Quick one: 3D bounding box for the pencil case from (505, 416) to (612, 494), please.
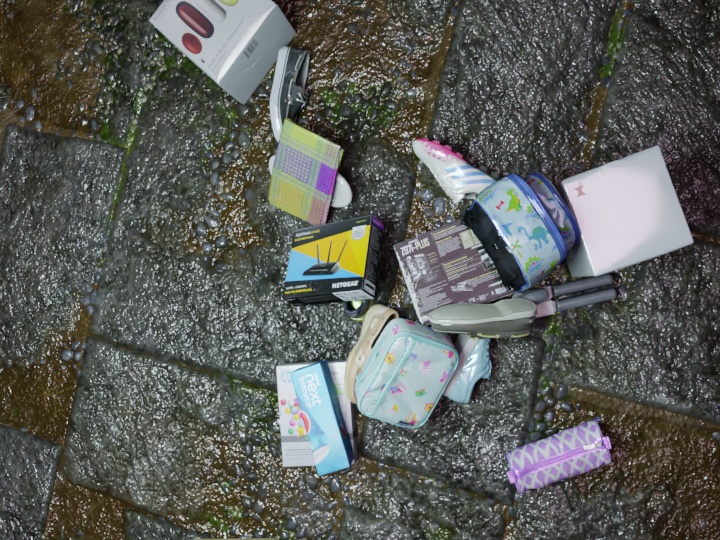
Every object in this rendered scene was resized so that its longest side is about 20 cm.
[{"bbox_3d":[0.369,0.349,1.079,0.196,0.085,0.086,-25,83,9],"label":"pencil case"}]

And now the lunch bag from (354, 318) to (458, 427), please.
[{"bbox_3d":[0.080,0.197,1.087,0.157,0.077,0.203,19,110,-21],"label":"lunch bag"}]

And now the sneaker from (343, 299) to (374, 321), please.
[{"bbox_3d":[0.000,0.000,1.157,0.072,0.081,0.206,1,89,10],"label":"sneaker"}]

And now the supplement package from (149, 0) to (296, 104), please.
[{"bbox_3d":[-0.277,-0.497,1.188,0.199,0.147,0.192,40,95,8],"label":"supplement package"}]

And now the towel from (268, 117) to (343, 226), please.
[{"bbox_3d":[-0.113,-0.188,1.160,0.141,0.023,0.203,27,129,13],"label":"towel"}]

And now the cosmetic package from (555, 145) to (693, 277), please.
[{"bbox_3d":[0.441,-0.093,1.019,0.164,0.200,0.170,-19,85,10],"label":"cosmetic package"}]

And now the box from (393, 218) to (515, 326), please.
[{"bbox_3d":[0.182,-0.003,1.121,0.196,0.086,0.167,-21,85,9],"label":"box"}]

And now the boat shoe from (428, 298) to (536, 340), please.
[{"bbox_3d":[0.220,0.095,1.046,0.196,0.072,0.062,-5,114,-4],"label":"boat shoe"}]

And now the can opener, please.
[{"bbox_3d":[0.383,0.051,1.093,0.195,0.067,0.055,-14,87,10],"label":"can opener"}]

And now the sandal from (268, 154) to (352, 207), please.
[{"bbox_3d":[-0.098,-0.198,1.194,0.199,0.050,0.084,26,132,15],"label":"sandal"}]

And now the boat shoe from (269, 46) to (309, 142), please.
[{"bbox_3d":[-0.141,-0.366,1.197,0.069,0.072,0.206,3,87,14],"label":"boat shoe"}]

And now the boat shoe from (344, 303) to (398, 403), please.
[{"bbox_3d":[0.023,0.169,1.143,0.070,0.064,0.205,16,90,-35],"label":"boat shoe"}]

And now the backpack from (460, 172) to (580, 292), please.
[{"bbox_3d":[0.269,-0.072,0.964,0.145,0.200,0.185,-33,82,6],"label":"backpack"}]

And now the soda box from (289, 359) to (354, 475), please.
[{"bbox_3d":[-0.074,0.285,1.132,0.066,0.064,0.205,-17,85,8],"label":"soda box"}]

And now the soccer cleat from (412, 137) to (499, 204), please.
[{"bbox_3d":[0.178,-0.185,1.134,0.197,0.070,0.088,30,89,9],"label":"soccer cleat"}]

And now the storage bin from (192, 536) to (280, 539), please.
[{"bbox_3d":[-0.273,0.601,1.132,0.195,0.198,0.096,-4,84,10],"label":"storage bin"}]

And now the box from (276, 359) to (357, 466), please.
[{"bbox_3d":[-0.089,0.291,1.186,0.152,0.041,0.206,-4,87,9],"label":"box"}]

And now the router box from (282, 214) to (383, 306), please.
[{"bbox_3d":[-0.055,-0.015,1.121,0.196,0.051,0.153,-8,64,35],"label":"router box"}]

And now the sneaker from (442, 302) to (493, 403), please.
[{"bbox_3d":[0.225,0.163,1.125,0.081,0.074,0.203,27,96,-9],"label":"sneaker"}]
